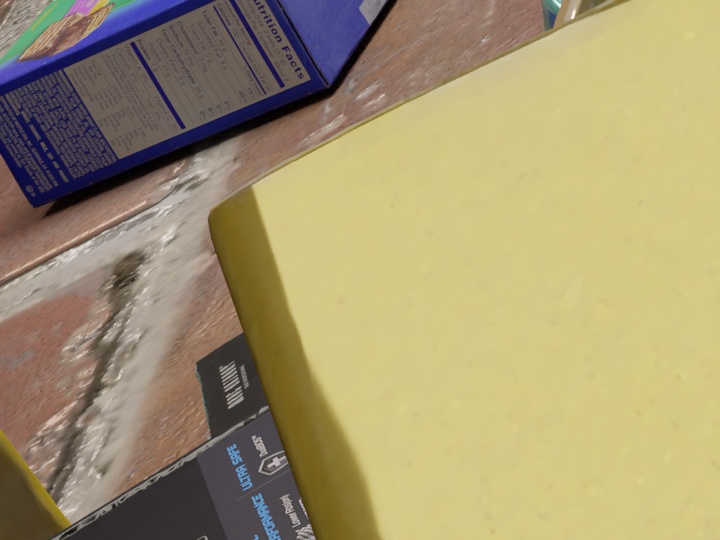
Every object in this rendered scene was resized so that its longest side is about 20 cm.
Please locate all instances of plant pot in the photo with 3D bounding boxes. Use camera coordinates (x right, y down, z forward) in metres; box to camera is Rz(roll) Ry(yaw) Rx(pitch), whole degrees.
[{"bbox_3d":[0.110,0.073,0.514,0.195,0.194,0.200,-25,47,14],"label":"plant pot"}]

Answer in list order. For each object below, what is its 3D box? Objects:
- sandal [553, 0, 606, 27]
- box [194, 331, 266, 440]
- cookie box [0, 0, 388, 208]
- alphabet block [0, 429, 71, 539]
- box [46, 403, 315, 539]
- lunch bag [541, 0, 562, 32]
[{"bbox_3d":[0.086,-0.008,0.719,0.069,0.078,0.212,-15,38,30],"label":"sandal"},{"bbox_3d":[0.040,0.012,0.985,0.200,0.049,0.082,-32,20,4],"label":"box"},{"bbox_3d":[-0.082,-0.132,1.483,0.200,0.075,0.171,-20,23,31],"label":"cookie box"},{"bbox_3d":[-0.206,0.106,0.941,0.200,0.196,0.196,-38,22,-9],"label":"alphabet block"},{"bbox_3d":[-0.062,0.123,0.724,0.198,0.050,0.200,-31,21,0],"label":"box"},{"bbox_3d":[0.160,-0.092,0.922,0.160,0.077,0.200,27,55,21],"label":"lunch bag"}]
